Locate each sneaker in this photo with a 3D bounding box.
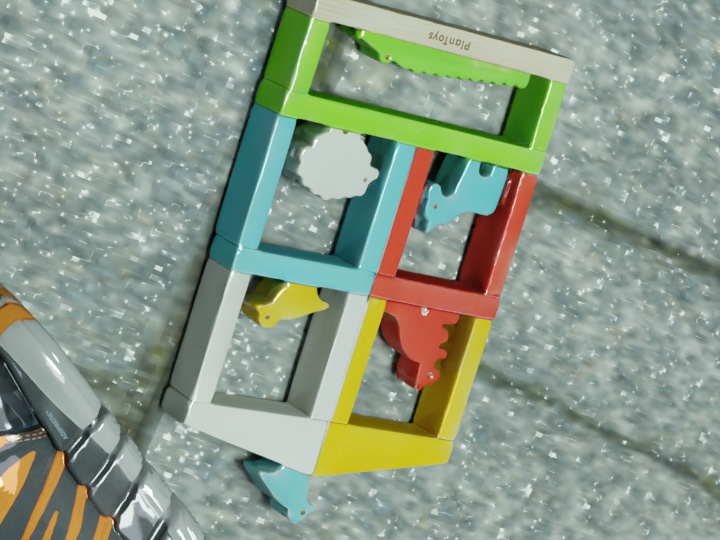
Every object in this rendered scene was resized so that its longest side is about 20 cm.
[{"bbox_3d":[-0.120,0.105,1.019,0.112,0.078,0.200,-40,119,-8],"label":"sneaker"}]

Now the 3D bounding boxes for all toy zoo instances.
[{"bbox_3d":[0.000,0.000,1.088,0.131,0.020,0.201,10,101,-37],"label":"toy zoo"}]
